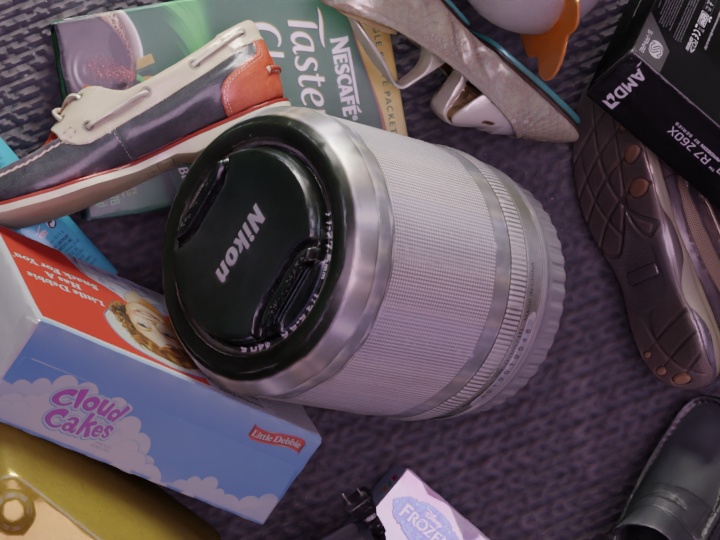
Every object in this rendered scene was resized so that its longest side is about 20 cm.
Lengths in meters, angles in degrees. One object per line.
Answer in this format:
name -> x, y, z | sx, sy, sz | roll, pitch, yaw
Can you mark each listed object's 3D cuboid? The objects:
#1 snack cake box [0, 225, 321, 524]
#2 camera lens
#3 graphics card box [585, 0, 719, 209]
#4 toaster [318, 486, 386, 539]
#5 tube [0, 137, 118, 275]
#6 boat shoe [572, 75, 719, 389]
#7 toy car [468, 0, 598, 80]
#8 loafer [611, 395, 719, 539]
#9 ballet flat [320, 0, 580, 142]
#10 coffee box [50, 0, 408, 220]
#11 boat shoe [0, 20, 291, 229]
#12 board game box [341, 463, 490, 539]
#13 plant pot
snack cake box -> -0.131, 0.058, 1.619 | 0.200, 0.115, 0.067 | 25, 108, -33
camera lens -> 0.000, 0.000, 1.623 | 0.200, 0.160, 0.161 | 12, 89, -47
graphics card box -> 0.236, -0.088, 1.725 | 0.200, 0.051, 0.126 | 40, 41, -11
toaster -> -0.014, 0.236, 1.635 | 0.129, 0.114, 0.201 | -26, 111, -7
tube -> -0.227, -0.052, 1.674 | 0.077, 0.050, 0.200 | -43, 95, -3
boat shoe -> 0.187, -0.029, 1.750 | 0.073, 0.074, 0.201 | -16, 90, -36
toy car -> 0.101, -0.212, 1.653 | 0.184, 0.177, 0.201 | -12, 84, -21
loafer -> 0.185, 0.161, 1.723 | 0.068, 0.070, 0.201 | 9, 65, 29
ballet flat -> 0.049, -0.123, 1.696 | 0.200, 0.067, 0.062 | 41, 87, -30
coffee box -> -0.076, -0.106, 1.700 | 0.199, 0.044, 0.124 | -9, 93, -10
boat shoe -> -0.138, -0.078, 1.632 | 0.199, 0.071, 0.063 | -22, 87, -5
board game box -> 0.034, 0.256, 1.733 | 0.200, 0.043, 0.199 | 42, 84, -9
plant pot -> -0.193, 0.182, 1.608 | 0.195, 0.200, 0.194 | 39, 84, -10
